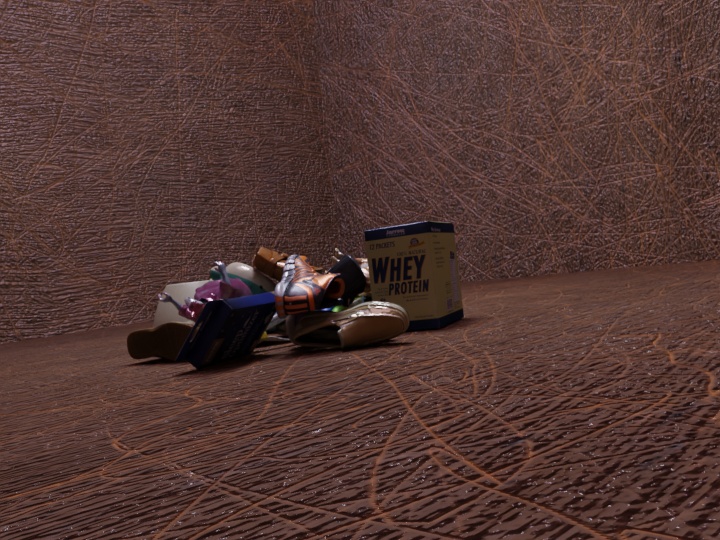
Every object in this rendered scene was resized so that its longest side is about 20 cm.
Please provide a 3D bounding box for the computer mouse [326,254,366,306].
[{"bbox_3d":[-0.028,0.059,1.289,0.046,0.142,0.200,-27,-5,-23],"label":"computer mouse"}]

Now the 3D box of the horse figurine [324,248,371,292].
[{"bbox_3d":[0.000,0.000,1.429,0.131,0.050,0.200,22,18,0],"label":"horse figurine"}]

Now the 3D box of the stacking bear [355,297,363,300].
[{"bbox_3d":[-0.047,0.080,1.584,0.113,0.123,0.199,-34,-8,40],"label":"stacking bear"}]

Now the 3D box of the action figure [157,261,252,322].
[{"bbox_3d":[-0.287,0.072,1.332,0.133,0.150,0.200,-27,7,9],"label":"action figure"}]

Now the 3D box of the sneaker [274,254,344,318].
[{"bbox_3d":[-0.080,0.027,1.221,0.110,0.079,0.201,-5,24,5],"label":"sneaker"}]

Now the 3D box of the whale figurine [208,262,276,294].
[{"bbox_3d":[-0.271,0.054,1.516,0.159,0.105,0.199,36,-25,-32],"label":"whale figurine"}]

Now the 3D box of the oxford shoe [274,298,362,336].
[{"bbox_3d":[-0.083,0.098,1.440,0.197,0.075,0.071,-7,1,5],"label":"oxford shoe"}]

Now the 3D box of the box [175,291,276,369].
[{"bbox_3d":[-0.212,0.098,1.148,0.032,0.122,0.199,37,16,18],"label":"box"}]

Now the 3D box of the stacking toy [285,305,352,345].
[{"bbox_3d":[-0.031,0.095,1.241,0.197,0.087,0.085,0,3,26],"label":"stacking toy"}]

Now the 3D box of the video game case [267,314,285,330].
[{"bbox_3d":[-0.191,0.102,1.472,0.181,0.022,0.200,-30,5,-23],"label":"video game case"}]

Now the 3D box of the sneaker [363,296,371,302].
[{"bbox_3d":[0.089,0.066,1.576,0.198,0.086,0.077,-18,43,-25],"label":"sneaker"}]

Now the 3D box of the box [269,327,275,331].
[{"bbox_3d":[-0.178,0.121,1.762,0.198,0.052,0.157,-6,0,30],"label":"box"}]

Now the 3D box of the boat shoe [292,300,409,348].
[{"bbox_3d":[-0.017,0.102,1.148,0.197,0.073,0.076,-11,19,20],"label":"boat shoe"}]

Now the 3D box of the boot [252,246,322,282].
[{"bbox_3d":[-0.161,-0.003,1.522,0.153,0.075,0.200,24,-7,-7],"label":"boot"}]

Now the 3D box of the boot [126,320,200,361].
[{"bbox_3d":[-0.328,0.131,1.341,0.198,0.074,0.155,-10,-3,31],"label":"boot"}]

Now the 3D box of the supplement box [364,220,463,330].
[{"bbox_3d":[0.113,0.010,1.404,0.132,0.203,0.200,-7,0,22],"label":"supplement box"}]

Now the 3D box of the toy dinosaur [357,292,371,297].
[{"bbox_3d":[-0.010,0.042,1.492,0.100,0.059,0.199,11,12,30],"label":"toy dinosaur"}]

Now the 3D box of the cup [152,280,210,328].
[{"bbox_3d":[-0.389,0.100,1.607,0.197,0.145,0.200,-6,0,0],"label":"cup"}]

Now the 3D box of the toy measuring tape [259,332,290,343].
[{"bbox_3d":[-0.191,0.099,1.298,0.198,0.075,0.073,4,-5,-31],"label":"toy measuring tape"}]
